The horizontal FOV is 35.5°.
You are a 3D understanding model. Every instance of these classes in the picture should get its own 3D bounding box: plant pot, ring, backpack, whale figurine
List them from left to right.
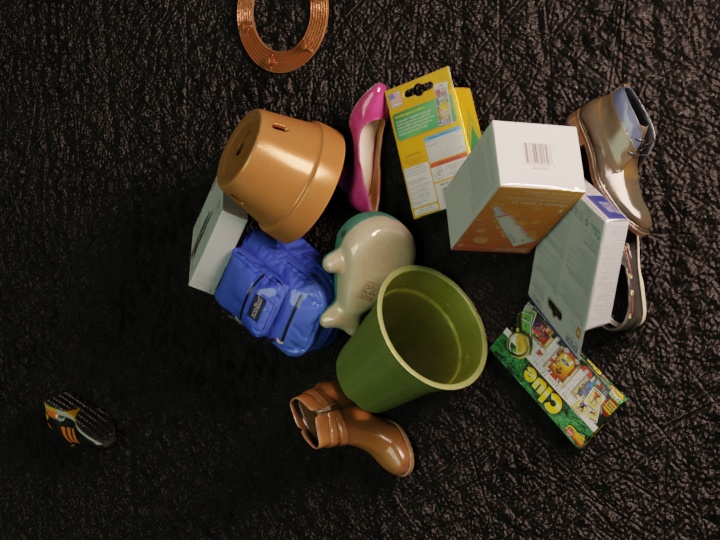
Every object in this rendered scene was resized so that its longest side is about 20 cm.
[{"bbox_3d":[-0.136,-0.162,1.784,0.200,0.139,0.202,-44,32,37],"label":"plant pot"},{"bbox_3d":[-0.135,-0.433,1.881,0.198,0.019,0.204,6,100,36],"label":"ring"},{"bbox_3d":[-0.127,0.047,1.846,0.199,0.167,0.164,36,121,21],"label":"backpack"},{"bbox_3d":[0.000,0.000,1.765,0.202,0.158,0.104,-63,34,17],"label":"whale figurine"},{"bbox_3d":[0.059,0.124,1.719,0.190,0.199,0.202,-41,72,46],"label":"plant pot"}]

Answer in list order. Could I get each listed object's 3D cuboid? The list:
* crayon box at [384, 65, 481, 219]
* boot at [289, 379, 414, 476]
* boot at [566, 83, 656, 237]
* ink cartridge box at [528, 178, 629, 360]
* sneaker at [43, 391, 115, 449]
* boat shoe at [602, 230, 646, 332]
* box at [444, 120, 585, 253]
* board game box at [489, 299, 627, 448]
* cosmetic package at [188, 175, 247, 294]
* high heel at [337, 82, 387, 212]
[{"bbox_3d":[0.119,-0.191,1.700,0.125,0.051,0.203,-15,87,37],"label":"crayon box"},{"bbox_3d":[-0.017,0.263,1.793,0.200,0.154,0.074,47,120,22],"label":"boot"},{"bbox_3d":[0.359,-0.150,1.512,0.097,0.074,0.202,-38,72,36],"label":"boot"},{"bbox_3d":[0.291,-0.014,1.526,0.197,0.043,0.203,-116,28,-61],"label":"ink cartridge box"},{"bbox_3d":[-0.562,0.322,2.271,0.199,0.070,0.091,26,125,32],"label":"sneaker"},{"bbox_3d":[0.343,-0.016,1.550,0.073,0.063,0.204,-14,86,40],"label":"boat shoe"},{"bbox_3d":[0.205,-0.109,1.535,0.200,0.123,0.099,122,147,-63],"label":"box"},{"bbox_3d":[0.285,0.150,1.638,0.200,0.023,0.105,48,123,22],"label":"board game box"},{"bbox_3d":[-0.240,-0.077,1.910,0.152,0.051,0.201,-60,19,24],"label":"cosmetic package"},{"bbox_3d":[0.020,-0.187,1.759,0.096,0.067,0.202,45,125,35],"label":"high heel"}]
